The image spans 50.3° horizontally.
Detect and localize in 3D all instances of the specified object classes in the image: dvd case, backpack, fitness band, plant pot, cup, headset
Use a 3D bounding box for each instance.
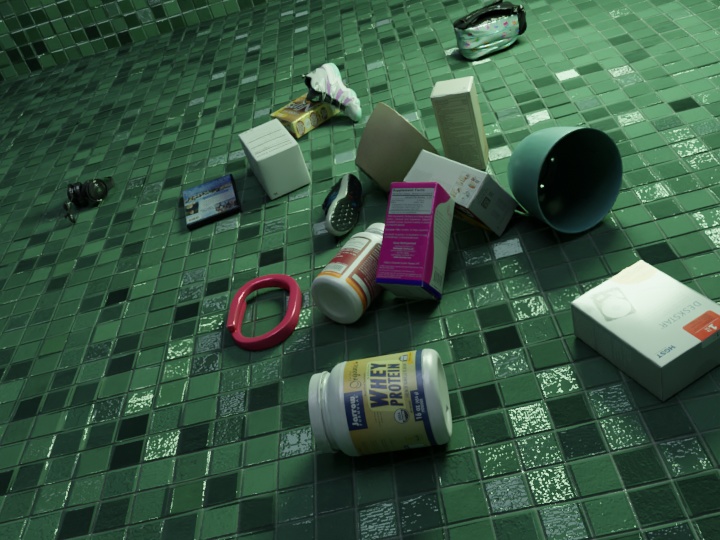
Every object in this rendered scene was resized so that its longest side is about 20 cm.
[{"bbox_3d":[-0.387,-0.181,1.988,0.142,0.018,0.200,-20,34,-4],"label":"dvd case"},{"bbox_3d":[0.378,-0.714,2.272,0.199,0.127,0.167,-23,24,-4],"label":"backpack"},{"bbox_3d":[-0.190,0.081,1.536,0.142,0.038,0.201,-9,37,9],"label":"fitness band"},{"bbox_3d":[0.384,-0.190,1.513,0.200,0.202,0.161,-28,25,-14],"label":"plant pot"},{"bbox_3d":[0.070,-0.269,1.781,0.143,0.200,0.200,-48,38,3],"label":"cup"},{"bbox_3d":[-0.775,-0.208,2.174,0.123,0.095,0.200,-9,21,20],"label":"headset"}]

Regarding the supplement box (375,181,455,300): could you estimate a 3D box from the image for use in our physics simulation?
[{"bbox_3d":[0.106,-0.057,1.447,0.103,0.101,0.202,4,75,28],"label":"supplement box"}]

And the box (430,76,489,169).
[{"bbox_3d":[0.230,-0.331,1.755,0.094,0.201,0.078,-3,37,20],"label":"box"}]

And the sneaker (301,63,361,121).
[{"bbox_3d":[-0.095,-0.481,2.153,0.139,0.078,0.201,-26,68,-21],"label":"sneaker"}]

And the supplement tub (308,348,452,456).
[{"bbox_3d":[0.031,0.205,1.173,0.198,0.145,0.145,-11,36,11],"label":"supplement tub"}]

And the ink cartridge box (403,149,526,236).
[{"bbox_3d":[0.219,-0.152,1.595,0.200,0.175,0.084,30,88,47],"label":"ink cartridge box"}]

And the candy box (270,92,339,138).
[{"bbox_3d":[-0.149,-0.464,2.230,0.200,0.056,0.115,-37,40,-25],"label":"candy box"}]

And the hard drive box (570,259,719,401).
[{"bbox_3d":[0.456,0.088,1.200,0.155,0.077,0.200,-29,37,-14],"label":"hard drive box"}]

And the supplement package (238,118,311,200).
[{"bbox_3d":[-0.222,-0.289,1.974,0.117,0.118,0.200,-24,36,-9],"label":"supplement package"}]

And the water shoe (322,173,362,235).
[{"bbox_3d":[-0.050,-0.138,1.756,0.079,0.072,0.201,-29,27,36],"label":"water shoe"}]

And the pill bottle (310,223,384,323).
[{"bbox_3d":[0.000,0.000,1.490,0.112,0.114,0.200,10,43,34],"label":"pill bottle"}]
